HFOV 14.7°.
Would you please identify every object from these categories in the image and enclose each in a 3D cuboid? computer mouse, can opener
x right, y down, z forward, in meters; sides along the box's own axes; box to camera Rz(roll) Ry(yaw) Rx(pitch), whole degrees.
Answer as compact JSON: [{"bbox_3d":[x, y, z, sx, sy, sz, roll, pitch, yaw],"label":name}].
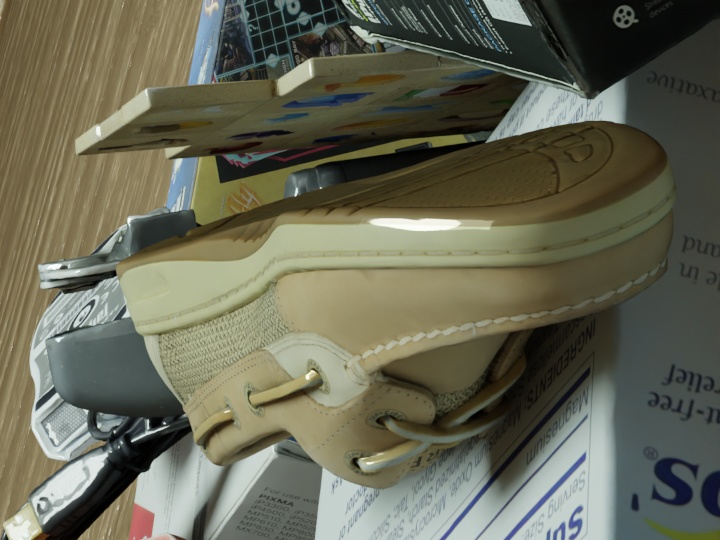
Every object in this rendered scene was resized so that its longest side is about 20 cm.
[{"bbox_3d":[-0.086,0.040,1.037,0.110,0.044,0.200,-47,17,14],"label":"computer mouse"},{"bbox_3d":[0.000,0.000,0.846,0.053,0.199,0.067,175,86,-75],"label":"can opener"}]

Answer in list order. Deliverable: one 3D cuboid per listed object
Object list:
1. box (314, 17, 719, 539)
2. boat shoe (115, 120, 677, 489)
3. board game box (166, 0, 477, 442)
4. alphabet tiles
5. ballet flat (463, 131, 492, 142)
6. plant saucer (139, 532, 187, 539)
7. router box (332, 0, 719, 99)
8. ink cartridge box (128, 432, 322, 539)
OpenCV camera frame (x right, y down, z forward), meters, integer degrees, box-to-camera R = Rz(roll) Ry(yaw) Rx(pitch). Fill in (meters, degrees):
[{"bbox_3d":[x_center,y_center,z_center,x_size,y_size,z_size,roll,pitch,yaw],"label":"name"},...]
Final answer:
[{"bbox_3d":[0.066,0.062,0.667,0.184,0.104,0.201,126,157,-50],"label":"box"},{"bbox_3d":[0.011,0.011,0.616,0.200,0.071,0.065,-10,98,64],"label":"boat shoe"},{"bbox_3d":[0.006,-0.034,0.941,0.035,0.135,0.201,128,155,-55],"label":"board game box"},{"bbox_3d":[0.028,-0.048,0.765,0.166,0.199,0.006,165,99,-74],"label":"alphabet tiles"},{"bbox_3d":[0.085,-0.129,0.925,0.057,0.066,0.201,-16,-52,-81],"label":"ballet flat"},{"bbox_3d":[-0.064,0.196,0.981,0.199,0.037,0.201,-24,79,63],"label":"plant saucer"},{"bbox_3d":[0.089,-0.120,0.619,0.199,0.062,0.150,-32,16,-11],"label":"router box"},{"bbox_3d":[-0.020,0.057,1.038,0.200,0.082,0.147,126,156,-54],"label":"ink cartridge box"}]
